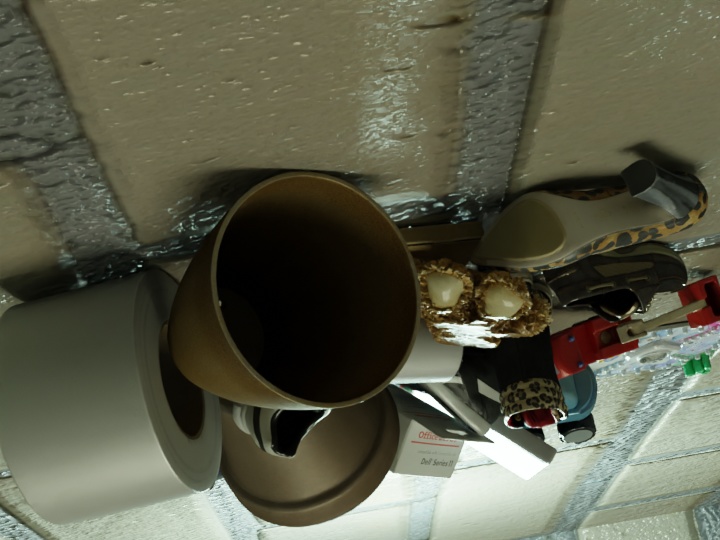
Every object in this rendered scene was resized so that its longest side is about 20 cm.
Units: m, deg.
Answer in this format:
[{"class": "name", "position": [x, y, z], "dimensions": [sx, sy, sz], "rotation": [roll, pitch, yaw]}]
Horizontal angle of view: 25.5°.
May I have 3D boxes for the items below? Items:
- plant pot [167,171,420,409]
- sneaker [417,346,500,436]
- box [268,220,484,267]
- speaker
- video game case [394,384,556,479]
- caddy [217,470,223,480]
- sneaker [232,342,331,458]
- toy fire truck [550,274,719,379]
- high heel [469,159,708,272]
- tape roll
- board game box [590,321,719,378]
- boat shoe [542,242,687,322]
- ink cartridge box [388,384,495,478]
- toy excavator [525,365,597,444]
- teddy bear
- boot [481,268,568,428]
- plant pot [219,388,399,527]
[{"class": "plant pot", "position": [-0.078, 0.036, 1.315], "dimensions": [0.185, 0.188, 0.200], "rotation": [0, 166, -29]}, {"class": "sneaker", "position": [0.099, 0.080, 1.717], "dimensions": [0.200, 0.112, 0.073], "rotation": [44, 169, -33]}, {"class": "box", "position": [0.000, 0.000, 1.476], "dimensions": [0.198, 0.021, 0.164], "rotation": [-6, 162, -15]}, {"class": "speaker", "position": [-0.005, 0.069, 1.523], "dimensions": [0.198, 0.082, 0.081], "rotation": [0, 160, -28]}, {"class": "video game case", "position": [0.129, 0.176, 1.861], "dimensions": [0.199, 0.023, 0.182], "rotation": [32, 168, 5]}, {"class": "caddy", "position": [-0.180, 0.188, 1.810], "dimensions": [0.198, 0.106, 0.141], "rotation": [-3, 162, -22]}, {"class": "sneaker", "position": [-0.032, 0.082, 1.416], "dimensions": [0.073, 0.080, 0.201], "rotation": [28, 102, -34]}, {"class": "toy fire truck", "position": [0.286, 0.067, 1.729], "dimensions": [0.199, 0.049, 0.141], "rotation": [-19, 178, -31]}, {"class": "high heel", "position": [0.207, -0.034, 1.412], "dimensions": [0.199, 0.072, 0.142], "rotation": [-25, 159, 29]}, {"class": "tape roll", "position": [-0.220, 0.112, 1.405], "dimensions": [0.138, 0.204, 0.203], "rotation": [-15, 162, 12]}, {"class": "board game box", "position": [0.370, 0.109, 2.006], "dimensions": [0.198, 0.026, 0.200], "rotation": [-8, 162, -6]}, {"class": "boat shoe", "position": [0.252, 0.016, 1.579], "dimensions": [0.199, 0.074, 0.074], "rotation": [5, 157, -39]}, {"class": "ink cartridge box", "position": [0.040, 0.178, 1.790], "dimensions": [0.199, 0.068, 0.117], "rotation": [26, -172, 39]}, {"class": "toy excavator", "position": [0.188, 0.130, 1.893], "dimensions": [0.193, 0.101, 0.201], "rotation": [-8, 149, 0]}, {"class": "teddy bear", "position": [0.098, 0.021, 1.429], "dimensions": [0.144, 0.067, 0.200], "rotation": [3, 168, 17]}, {"class": "boot", "position": [0.168, 0.085, 1.615], "dimensions": [0.073, 0.152, 0.200], "rotation": [-12, 163, 7]}, {"class": "plant pot", "position": [-0.079, 0.139, 1.641], "dimensions": [0.199, 0.202, 0.175], "rotation": [-15, 144, 14]}]
